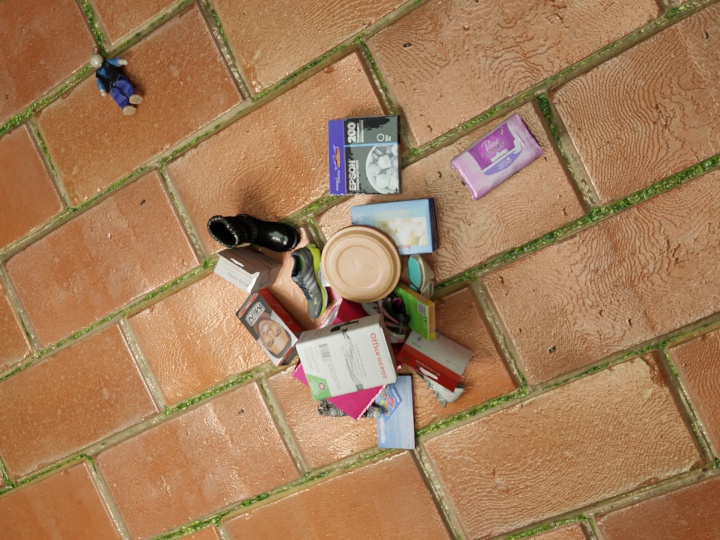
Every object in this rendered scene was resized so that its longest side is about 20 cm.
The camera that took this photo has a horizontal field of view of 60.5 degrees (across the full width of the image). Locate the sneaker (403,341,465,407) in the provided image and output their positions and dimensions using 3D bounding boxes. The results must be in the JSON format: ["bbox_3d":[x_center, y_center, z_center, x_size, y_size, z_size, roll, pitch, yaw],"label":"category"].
[{"bbox_3d":[0.192,0.248,1.586,0.088,0.074,0.200,-38,96,16],"label":"sneaker"}]

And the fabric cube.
[{"bbox_3d":[-0.024,0.210,1.552,0.199,0.200,0.197,35,105,-5],"label":"fabric cube"}]

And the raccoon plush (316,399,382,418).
[{"bbox_3d":[-0.040,0.319,1.660,0.198,0.097,0.135,3,87,-5],"label":"raccoon plush"}]

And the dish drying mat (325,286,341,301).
[{"bbox_3d":[-0.019,0.072,1.647,0.200,0.018,0.077,43,106,7],"label":"dish drying mat"}]

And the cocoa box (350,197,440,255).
[{"bbox_3d":[0.089,-0.106,1.539,0.199,0.131,0.134,-4,95,15],"label":"cocoa box"}]

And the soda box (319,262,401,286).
[{"bbox_3d":[0.000,0.000,1.579,0.199,0.068,0.064,-4,95,22],"label":"soda box"}]

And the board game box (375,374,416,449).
[{"bbox_3d":[0.093,0.377,1.652,0.102,0.019,0.202,-2,96,14],"label":"board game box"}]

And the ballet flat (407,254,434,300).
[{"bbox_3d":[0.152,0.025,1.532,0.062,0.201,0.068,-25,52,-20],"label":"ballet flat"}]

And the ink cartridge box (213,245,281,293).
[{"bbox_3d":[-0.301,-0.004,1.618,0.116,0.200,0.068,30,103,10],"label":"ink cartridge box"}]

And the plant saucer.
[{"bbox_3d":[0.000,-0.012,1.497,0.199,0.032,0.202,5,114,11],"label":"plant saucer"}]

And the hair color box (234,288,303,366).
[{"bbox_3d":[-0.240,0.151,1.664,0.200,0.061,0.102,45,105,23],"label":"hair color box"}]

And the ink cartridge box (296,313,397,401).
[{"bbox_3d":[-0.027,0.195,1.400,0.199,0.083,0.148,-14,104,9],"label":"ink cartridge box"}]

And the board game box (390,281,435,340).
[{"bbox_3d":[0.121,0.092,1.540,0.030,0.200,0.096,-17,116,-27],"label":"board game box"}]

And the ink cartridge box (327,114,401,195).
[{"bbox_3d":[0.005,-0.294,1.586,0.199,0.043,0.200,0,97,16],"label":"ink cartridge box"}]

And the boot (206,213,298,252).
[{"bbox_3d":[-0.282,-0.094,1.624,0.210,0.158,0.080,14,100,13],"label":"boot"}]

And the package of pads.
[{"bbox_3d":[0.325,-0.272,1.486,0.200,0.076,0.121,-35,88,16],"label":"package of pads"}]

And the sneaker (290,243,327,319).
[{"bbox_3d":[-0.144,0.031,1.633,0.074,0.081,0.201,-11,89,47],"label":"sneaker"}]

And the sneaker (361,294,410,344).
[{"bbox_3d":[0.073,0.091,1.551,0.200,0.080,0.087,53,124,43],"label":"sneaker"}]

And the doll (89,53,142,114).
[{"bbox_3d":[-0.692,-0.538,1.738,0.200,0.048,0.137,48,115,12],"label":"doll"}]

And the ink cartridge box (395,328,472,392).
[{"bbox_3d":[0.185,0.206,1.513,0.162,0.200,0.057,30,103,10],"label":"ink cartridge box"}]
